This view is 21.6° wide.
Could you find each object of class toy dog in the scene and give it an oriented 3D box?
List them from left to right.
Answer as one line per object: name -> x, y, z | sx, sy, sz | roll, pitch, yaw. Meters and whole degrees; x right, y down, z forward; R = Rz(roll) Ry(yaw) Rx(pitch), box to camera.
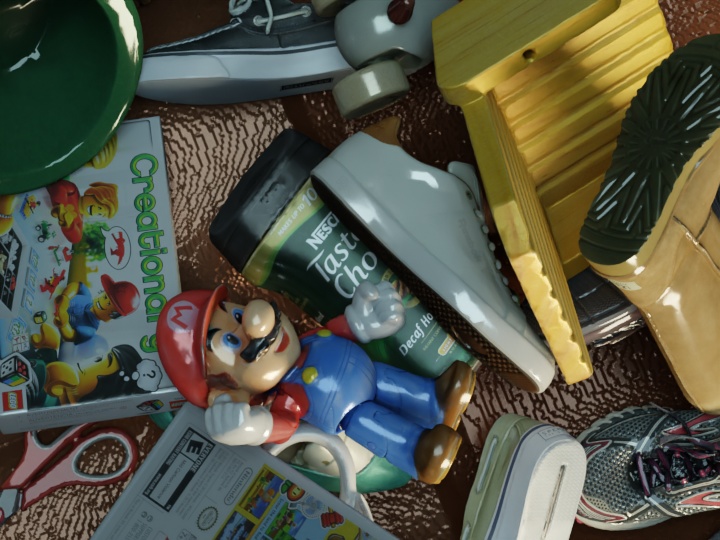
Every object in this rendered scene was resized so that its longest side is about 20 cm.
toy dog -> 0.059, -0.174, 1.223 | 0.200, 0.096, 0.132 | -41, 99, -30

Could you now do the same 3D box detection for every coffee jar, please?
coffee jar -> 0.000, 0.000, 1.247 | 0.199, 0.085, 0.105 | 37, 83, 2

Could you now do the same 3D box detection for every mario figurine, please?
mario figurine -> -0.028, 0.057, 1.149 | 0.198, 0.124, 0.107 | 19, 103, -3

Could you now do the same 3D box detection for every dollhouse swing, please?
dollhouse swing -> 0.150, -0.066, 1.168 | 0.181, 0.201, 0.176 | -31, 45, -2

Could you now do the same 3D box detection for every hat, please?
hat -> -0.245, -0.178, 1.240 | 0.164, 0.176, 0.201 | 5, 119, -33

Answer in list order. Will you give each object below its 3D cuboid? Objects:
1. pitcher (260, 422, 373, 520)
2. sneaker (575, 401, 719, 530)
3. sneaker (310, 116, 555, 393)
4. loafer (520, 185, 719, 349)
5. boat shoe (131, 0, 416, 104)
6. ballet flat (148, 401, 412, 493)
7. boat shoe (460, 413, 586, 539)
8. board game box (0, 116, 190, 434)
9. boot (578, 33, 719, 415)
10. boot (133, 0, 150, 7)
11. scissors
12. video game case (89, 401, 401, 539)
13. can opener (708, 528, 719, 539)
pitcher -> -0.064, 0.209, 1.202 | 0.199, 0.121, 0.173 | -30, 91, 1
sneaker -> 0.228, 0.121, 1.252 | 0.198, 0.075, 0.081 | -14, 86, -3
sneaker -> 0.064, -0.016, 1.177 | 0.085, 0.073, 0.200 | -42, 85, -12
loafer -> 0.197, 0.007, 1.266 | 0.199, 0.072, 0.063 | -34, 128, -4
boat shoe -> -0.060, -0.156, 1.265 | 0.197, 0.074, 0.069 | -8, 82, -5
ballet flat -> -0.049, 0.103, 1.243 | 0.198, 0.070, 0.068 | 15, 81, -2
boat shoe -> 0.095, 0.192, 1.247 | 0.072, 0.062, 0.202 | 12, 100, -35
board game box -> -0.181, 0.000, 1.234 | 0.125, 0.035, 0.202 | -8, 66, -3
boot -> 0.218, -0.026, 1.181 | 0.066, 0.200, 0.176 | 26, 79, 40
boot -> -0.150, -0.242, 1.279 | 0.198, 0.075, 0.108 | -9, 67, 2
scissors -> -0.238, 0.150, 1.262 | 0.199, 0.014, 0.073 | -34, 89, -4
video game case -> -0.093, 0.206, 1.143 | 0.181, 0.023, 0.201 | 30, 78, 25
can opener -> 0.214, 0.240, 1.260 | 0.200, 0.053, 0.067 | -46, 122, -4
